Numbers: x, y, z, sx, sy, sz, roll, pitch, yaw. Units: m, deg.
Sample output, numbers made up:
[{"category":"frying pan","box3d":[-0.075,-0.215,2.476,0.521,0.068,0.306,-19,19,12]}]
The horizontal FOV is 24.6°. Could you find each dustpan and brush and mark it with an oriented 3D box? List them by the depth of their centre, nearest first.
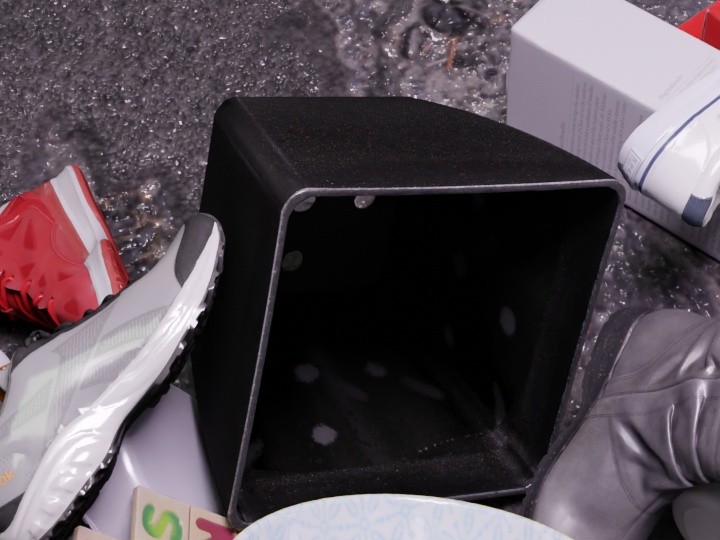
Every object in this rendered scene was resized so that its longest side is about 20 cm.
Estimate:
[{"category":"dustpan and brush","box3d":[-0.141,0.089,0.888,0.057,0.200,0.140,-28,30,18]}]

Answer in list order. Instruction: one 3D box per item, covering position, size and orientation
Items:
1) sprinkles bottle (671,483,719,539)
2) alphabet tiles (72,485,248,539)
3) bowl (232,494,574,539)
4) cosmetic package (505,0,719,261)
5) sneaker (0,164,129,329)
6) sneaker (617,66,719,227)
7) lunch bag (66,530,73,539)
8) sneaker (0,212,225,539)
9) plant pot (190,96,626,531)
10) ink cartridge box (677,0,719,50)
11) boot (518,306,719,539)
[{"category":"sprinkles bottle","box3d":[0.262,0.088,0.936,0.068,0.069,0.200,37,62,27]},{"category":"alphabet tiles","box3d":[-0.061,0.201,0.824,0.199,0.006,0.168,26,44,-32]},{"category":"bowl","box3d":[0.027,0.198,0.807,0.197,0.109,0.200,4,15,-1]},{"category":"cosmetic package","box3d":[0.191,-0.094,1.058,0.199,0.102,0.071,34,60,24]},{"category":"sneaker","box3d":[-0.196,0.024,1.010,0.114,0.079,0.200,-26,36,-4]},{"category":"sneaker","box3d":[0.240,-0.094,0.956,0.199,0.073,0.071,-39,69,-13]},{"category":"lunch bag","box3d":[-0.203,0.200,0.846,0.163,0.118,0.201,-27,51,-13]},{"category":"sneaker","box3d":[-0.133,0.046,0.824,0.079,0.074,0.201,33,66,3]},{"category":"plant pot","box3d":[0.000,0.000,0.923,0.197,0.202,0.178,-4,33,-27]},{"category":"ink cartridge box","box3d":[0.310,-0.146,1.111,0.116,0.068,0.200,-32,57,-20]},{"category":"boot","box3d":[0.158,0.107,0.862,0.069,0.131,0.202,24,77,-30]}]
